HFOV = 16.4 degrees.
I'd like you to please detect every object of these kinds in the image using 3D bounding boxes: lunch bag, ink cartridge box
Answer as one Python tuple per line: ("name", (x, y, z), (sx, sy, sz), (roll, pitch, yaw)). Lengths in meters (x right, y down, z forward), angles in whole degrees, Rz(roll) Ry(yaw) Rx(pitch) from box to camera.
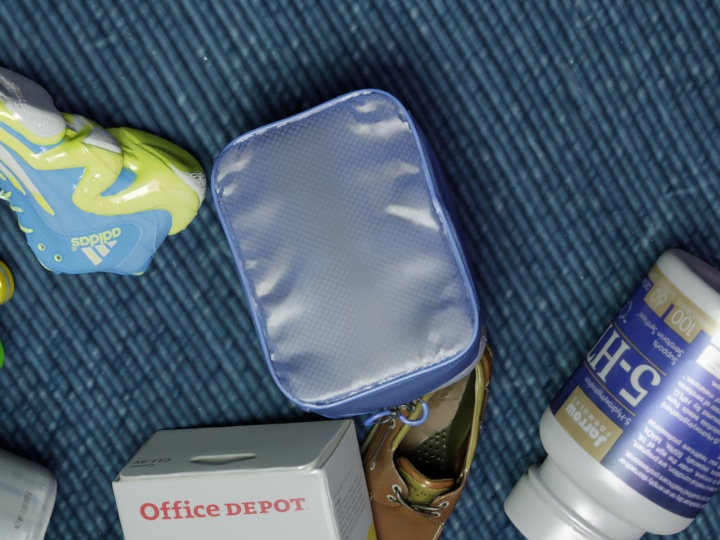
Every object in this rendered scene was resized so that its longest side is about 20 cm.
("lunch bag", (0.000, 0.000, 1.526), (0.135, 0.132, 0.201), (-18, 84, 5))
("ink cartridge box", (-0.062, 0.203, 1.603), (0.144, 0.083, 0.201), (-5, 109, 18))

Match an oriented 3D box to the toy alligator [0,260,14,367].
("toy alligator", (-0.267, -0.031, 1.552), (0.054, 0.059, 0.201), (-5, 105, 42))

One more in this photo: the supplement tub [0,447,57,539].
("supplement tub", (-0.301, 0.145, 1.562), (0.199, 0.123, 0.123), (23, 104, -12))

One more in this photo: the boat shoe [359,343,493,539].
("boat shoe", (0.033, 0.130, 1.617), (0.072, 0.068, 0.201), (11, 107, -10))

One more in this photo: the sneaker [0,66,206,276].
("sneaker", (-0.198, -0.054, 1.532), (0.199, 0.076, 0.105), (23, 106, -16))

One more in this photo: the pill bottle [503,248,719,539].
("pill bottle", (0.185, 0.098, 1.594), (0.119, 0.120, 0.200), (33, 101, -14))
